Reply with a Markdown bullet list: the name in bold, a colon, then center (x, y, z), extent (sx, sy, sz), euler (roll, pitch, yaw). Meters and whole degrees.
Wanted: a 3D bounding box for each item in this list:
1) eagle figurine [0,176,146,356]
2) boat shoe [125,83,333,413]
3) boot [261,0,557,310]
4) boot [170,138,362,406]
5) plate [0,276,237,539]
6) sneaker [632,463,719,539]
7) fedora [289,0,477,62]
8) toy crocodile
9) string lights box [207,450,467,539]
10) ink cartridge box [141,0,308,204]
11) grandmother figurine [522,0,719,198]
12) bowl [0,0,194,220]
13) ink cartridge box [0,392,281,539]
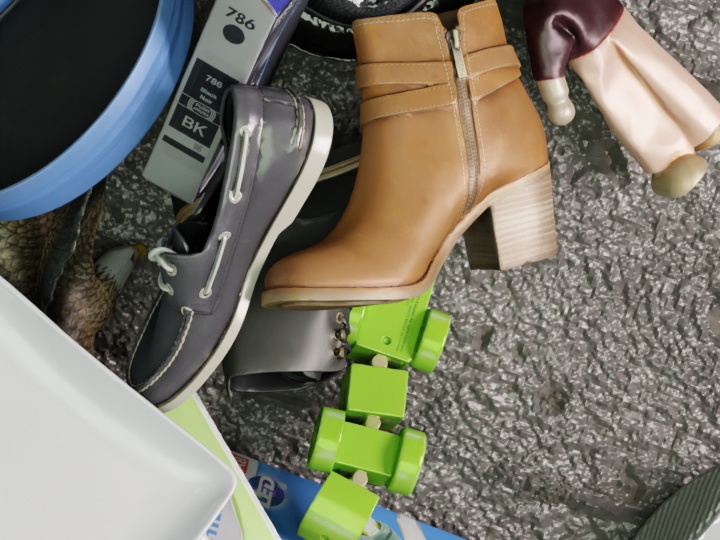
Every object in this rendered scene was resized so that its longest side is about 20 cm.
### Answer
- **eagle figurine**: center (-0.178, 0.004, 1.543), extent (0.151, 0.151, 0.201), euler (-13, 114, 11)
- **boat shoe**: center (-0.088, -0.015, 1.436), extent (0.063, 0.073, 0.200), euler (19, 111, -31)
- **boot**: center (0.018, -0.064, 1.469), extent (0.199, 0.077, 0.156), euler (-15, 96, -25)
- **boot**: center (0.000, 0.000, 1.535), extent (0.199, 0.078, 0.139), euler (-11, 70, -5)
- **plate**: center (-0.195, 0.128, 1.410), extent (0.199, 0.032, 0.200), euler (40, 64, -11)
- **sneaker**: center (0.211, 0.214, 1.636), extent (0.114, 0.073, 0.201), euler (32, 110, -12)
- **fedora**: center (-0.002, -0.215, 1.511), extent (0.200, 0.092, 0.202), euler (-1, 103, -3)
- **toy crocodile**: center (0.008, 0.071, 1.575), extent (0.067, 0.062, 0.201), euler (14, 73, -7)
- **string lights box**: center (-0.016, 0.190, 1.594), extent (0.199, 0.103, 0.059), euler (21, 128, -8)
- **ink cartridge box**: center (-0.059, -0.135, 1.449), extent (0.039, 0.100, 0.200), euler (29, 137, 3)
- **grandmother figurine**: center (0.138, -0.140, 1.536), extent (0.060, 0.121, 0.200), euler (-22, 121, 44)
- **bowl**: center (-0.178, -0.117, 1.485), extent (0.201, 0.201, 0.039), euler (-43, 134, 7)
- **ink cartridge box**: center (-0.153, 0.171, 1.481), extent (0.200, 0.076, 0.148), euler (-31, 92, -29)
